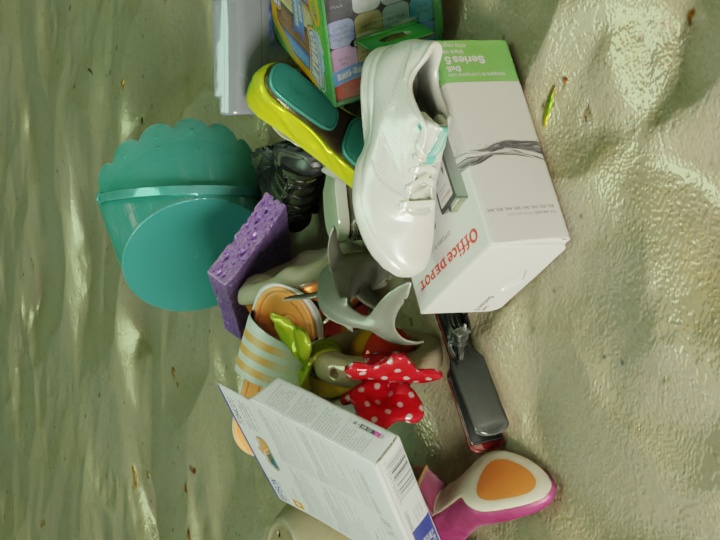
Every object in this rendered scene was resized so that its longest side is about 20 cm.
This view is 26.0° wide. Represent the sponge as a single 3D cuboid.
[{"bbox_3d":[-0.119,-0.001,1.728,0.030,0.112,0.200,31,164,10],"label":"sponge"}]

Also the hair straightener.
[{"bbox_3d":[0.099,0.062,1.439,0.077,0.040,0.202,100,162,-61],"label":"hair straightener"}]

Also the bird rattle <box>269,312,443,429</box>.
[{"bbox_3d":[0.009,0.083,1.490,0.199,0.162,0.114,-3,102,43],"label":"bird rattle"}]

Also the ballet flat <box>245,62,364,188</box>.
[{"bbox_3d":[-0.031,-0.129,1.532,0.067,0.199,0.067,-32,27,48],"label":"ballet flat"}]

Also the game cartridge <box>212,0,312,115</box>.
[{"bbox_3d":[-0.079,-0.228,1.606,0.041,0.199,0.135,9,101,33],"label":"game cartridge"}]

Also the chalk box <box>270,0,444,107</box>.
[{"bbox_3d":[0.003,-0.245,1.474,0.200,0.123,0.125,-126,24,-48],"label":"chalk box"}]

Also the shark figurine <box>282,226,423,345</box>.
[{"bbox_3d":[-0.012,0.006,1.474,0.215,0.126,0.091,-102,10,-73],"label":"shark figurine"}]

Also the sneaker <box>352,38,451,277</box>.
[{"bbox_3d":[0.044,-0.097,1.318,0.088,0.075,0.203,-8,84,51],"label":"sneaker"}]

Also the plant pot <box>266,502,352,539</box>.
[{"bbox_3d":[-0.020,0.295,1.605,0.200,0.133,0.203,16,108,62],"label":"plant pot"}]

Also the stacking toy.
[{"bbox_3d":[-0.033,0.082,1.655,0.146,0.145,0.202,-7,106,63],"label":"stacking toy"}]

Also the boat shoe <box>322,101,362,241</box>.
[{"bbox_3d":[-0.006,-0.132,1.607,0.072,0.060,0.205,175,93,-74],"label":"boat shoe"}]

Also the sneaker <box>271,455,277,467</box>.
[{"bbox_3d":[-0.072,0.155,1.727,0.200,0.078,0.097,-128,37,-66],"label":"sneaker"}]

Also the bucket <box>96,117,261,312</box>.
[{"bbox_3d":[-0.204,-0.062,1.835,0.136,0.205,0.209,-111,31,-44],"label":"bucket"}]

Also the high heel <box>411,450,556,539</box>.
[{"bbox_3d":[0.119,0.221,1.427,0.199,0.096,0.068,-14,38,45],"label":"high heel"}]

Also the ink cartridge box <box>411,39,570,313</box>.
[{"bbox_3d":[0.093,-0.081,1.384,0.146,0.083,0.202,-48,51,55],"label":"ink cartridge box"}]

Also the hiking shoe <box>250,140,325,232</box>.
[{"bbox_3d":[-0.064,-0.095,1.728,0.200,0.075,0.102,180,78,-72],"label":"hiking shoe"}]

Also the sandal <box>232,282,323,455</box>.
[{"bbox_3d":[-0.092,0.114,1.588,0.059,0.078,0.209,-57,-17,-62],"label":"sandal"}]

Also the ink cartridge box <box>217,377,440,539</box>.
[{"bbox_3d":[-0.024,0.186,1.456,0.199,0.043,0.197,25,151,36],"label":"ink cartridge box"}]
